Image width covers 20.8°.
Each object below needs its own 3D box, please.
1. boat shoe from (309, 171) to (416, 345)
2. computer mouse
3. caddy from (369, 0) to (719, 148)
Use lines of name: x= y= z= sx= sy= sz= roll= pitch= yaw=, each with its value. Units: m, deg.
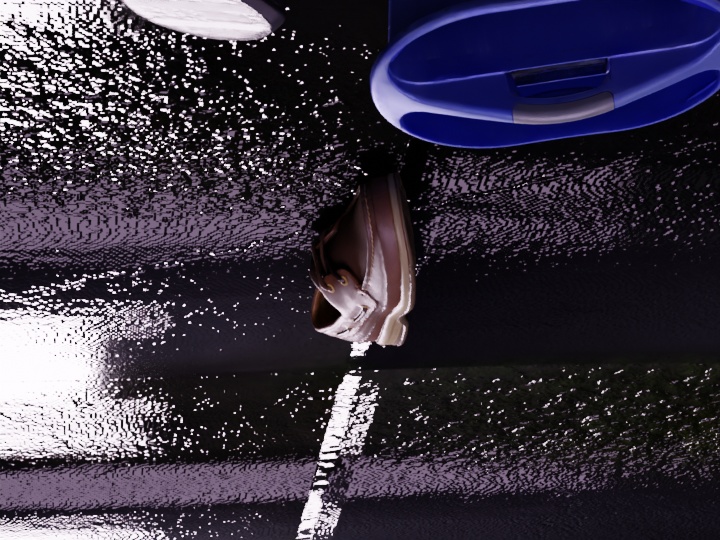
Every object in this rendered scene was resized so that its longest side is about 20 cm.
boat shoe: x=0.000 y=0.000 z=1.314 sx=0.067 sy=0.072 sz=0.200 roll=-4 pitch=156 yaw=-5
computer mouse: x=-0.088 y=-0.166 z=0.964 sx=0.138 sy=0.053 sz=0.200 roll=6 pitch=171 yaw=13
caddy: x=0.103 y=-0.125 z=1.045 sx=0.200 sy=0.105 sz=0.141 roll=-8 pitch=154 yaw=6
